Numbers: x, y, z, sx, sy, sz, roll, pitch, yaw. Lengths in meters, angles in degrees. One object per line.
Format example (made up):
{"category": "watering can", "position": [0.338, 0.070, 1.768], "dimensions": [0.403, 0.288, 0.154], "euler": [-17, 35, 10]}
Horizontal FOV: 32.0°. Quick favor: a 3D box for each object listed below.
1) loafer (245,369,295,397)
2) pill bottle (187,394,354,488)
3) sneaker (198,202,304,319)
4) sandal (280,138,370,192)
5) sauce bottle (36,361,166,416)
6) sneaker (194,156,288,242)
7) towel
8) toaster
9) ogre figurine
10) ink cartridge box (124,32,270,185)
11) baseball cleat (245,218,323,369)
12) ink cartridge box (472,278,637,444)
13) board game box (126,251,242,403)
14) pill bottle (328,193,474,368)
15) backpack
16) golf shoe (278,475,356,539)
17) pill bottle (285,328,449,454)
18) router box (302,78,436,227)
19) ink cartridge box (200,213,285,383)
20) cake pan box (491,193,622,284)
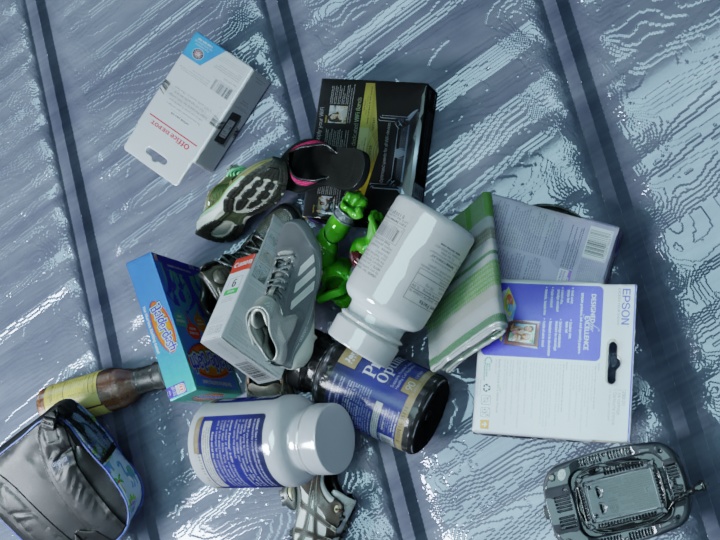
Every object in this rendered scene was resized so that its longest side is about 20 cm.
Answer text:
{"category": "loafer", "position": [-0.132, 0.144, 1.723], "dimensions": [0.072, 0.063, 0.201], "euler": [-6, 84, 16]}
{"category": "pill bottle", "position": [-0.113, 0.222, 1.629], "dimensions": [0.199, 0.120, 0.120], "euler": [-7, 80, 34]}
{"category": "sneaker", "position": [-0.153, -0.009, 1.731], "dimensions": [0.076, 0.114, 0.200], "euler": [39, 93, 17]}
{"category": "sandal", "position": [-0.062, -0.143, 1.676], "dimensions": [0.200, 0.045, 0.075], "euler": [8, 85, 54]}
{"category": "sauce bottle", "position": [-0.366, 0.175, 1.802], "dimensions": [0.199, 0.066, 0.066], "euler": [-15, 78, 14]}
{"category": "sneaker", "position": [-0.171, -0.118, 1.743], "dimensions": [0.200, 0.077, 0.089], "euler": [-35, 52, 43]}
{"category": "towel", "position": [0.135, 0.017, 1.608], "dimensions": [0.149, 0.031, 0.201], "euler": [-39, 42, 45]}
{"category": "toaster", "position": [0.324, 0.270, 1.523], "dimensions": [0.199, 0.129, 0.114], "euler": [-18, 78, 16]}
{"category": "ogre figurine", "position": [0.000, 0.000, 1.679], "dimensions": [0.120, 0.200, 0.098], "euler": [-24, 33, 24]}
{"category": "ink cartridge box", "position": [-0.237, -0.226, 1.812], "dimensions": [0.116, 0.067, 0.200], "euler": [35, 94, 19]}
{"category": "baseball cleat", "position": [-0.097, 0.025, 1.612], "dimensions": [0.070, 0.106, 0.201], "euler": [-13, 74, 34]}
{"category": "ink cartridge box", "position": [0.244, 0.113, 1.564], "dimensions": [0.199, 0.043, 0.199], "euler": [2, 82, 22]}
{"category": "board game box", "position": [-0.241, 0.083, 1.726], "dimensions": [0.045, 0.152, 0.201], "euler": [-24, 76, 13]}
{"category": "pill bottle", "position": [0.047, 0.015, 1.579], "dimensions": [0.114, 0.114, 0.200], "euler": [31, 91, 20]}
{"category": "backpack", "position": [-0.404, 0.296, 1.743], "dimensions": [0.183, 0.147, 0.200], "euler": [-38, 96, 12]}
{"category": "golf shoe", "position": [-0.047, 0.340, 1.665], "dimensions": [0.094, 0.078, 0.201], "euler": [-17, 79, 15]}
{"category": "pill bottle", "position": [0.007, 0.154, 1.654], "dimensions": [0.199, 0.112, 0.112], "euler": [23, 90, 19]}
{"category": "router box", "position": [0.013, -0.159, 1.727], "dimensions": [0.157, 0.052, 0.201], "euler": [7, 85, 20]}
{"category": "ink cartridge box", "position": [-0.126, 0.037, 1.673], "dimensions": [0.050, 0.109, 0.201], "euler": [-16, 44, 45]}
{"category": "cake pan box", "position": [0.228, 0.010, 1.634], "dimensions": [0.183, 0.052, 0.201], "euler": [15, 88, 18]}
